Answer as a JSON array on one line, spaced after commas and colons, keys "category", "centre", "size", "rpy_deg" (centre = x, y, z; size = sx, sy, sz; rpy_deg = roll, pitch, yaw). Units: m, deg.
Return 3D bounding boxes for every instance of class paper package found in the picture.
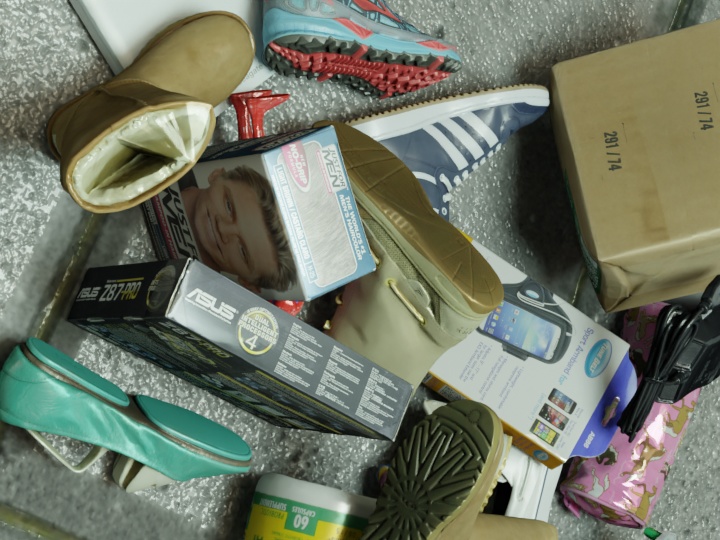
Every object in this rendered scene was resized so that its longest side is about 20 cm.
[{"category": "paper package", "centre": [0.263, -0.090, 1.158], "size": [0.104, 0.189, 0.201], "rpy_deg": [62, 16, -60]}]

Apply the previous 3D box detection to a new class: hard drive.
[{"category": "hard drive", "centre": [-0.145, -0.208, 1.023], "size": [0.132, 0.027, 0.201], "rpy_deg": [-40, 111, -27]}]

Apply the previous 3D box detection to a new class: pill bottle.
[{"category": "pill bottle", "centre": [-0.046, 0.259, 1.035], "size": [0.112, 0.112, 0.202], "rpy_deg": [20, 79, -32]}]

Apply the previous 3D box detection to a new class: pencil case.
[{"category": "pencil case", "centre": [0.246, 0.130, 1.246], "size": [0.082, 0.087, 0.201], "rpy_deg": [25, 75, -5]}]

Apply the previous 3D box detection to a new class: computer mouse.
[{"category": "computer mouse", "centre": [0.271, 0.046, 1.141], "size": [0.199, 0.046, 0.141], "rpy_deg": [-25, 142, -46]}]

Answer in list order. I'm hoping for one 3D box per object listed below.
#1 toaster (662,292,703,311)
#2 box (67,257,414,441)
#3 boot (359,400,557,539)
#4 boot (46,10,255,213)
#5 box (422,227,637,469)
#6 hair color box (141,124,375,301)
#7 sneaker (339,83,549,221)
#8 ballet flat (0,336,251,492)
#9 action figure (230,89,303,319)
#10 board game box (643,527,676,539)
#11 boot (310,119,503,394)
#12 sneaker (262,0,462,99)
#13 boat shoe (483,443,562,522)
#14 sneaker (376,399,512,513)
[{"category": "toaster", "centre": [0.320, -0.007, 1.273], "size": [0.199, 0.129, 0.114], "rpy_deg": [35, 72, -29]}, {"category": "box", "centre": [-0.086, 0.058, 0.981], "size": [0.199, 0.161, 0.049], "rpy_deg": [31, 73, -29]}, {"category": "boot", "centre": [0.088, 0.185, 1.025], "size": [0.199, 0.066, 0.176], "rpy_deg": [22, 105, -51]}, {"category": "boot", "centre": [-0.123, -0.105, 0.910], "size": [0.175, 0.200, 0.066], "rpy_deg": [-38, 109, -8]}, {"category": "box", "centre": [0.127, 0.070, 1.147], "size": [0.199, 0.041, 0.119], "rpy_deg": [35, 69, -1]}, {"category": "hair color box", "centre": [-0.079, -0.036, 0.962], "size": [0.060, 0.199, 0.101], "rpy_deg": [-24, 102, -31]}, {"category": "sneaker", "centre": [0.076, -0.086, 1.143], "size": [0.199, 0.070, 0.109], "rpy_deg": [-15, 93, -26]}, {"category": "ballet flat", "centre": [-0.172, 0.116, 0.990], "size": [0.199, 0.067, 0.071], "rpy_deg": [30, 98, -30]}, {"category": "action figure", "centre": [-0.061, -0.032, 1.048], "size": [0.051, 0.065, 0.202], "rpy_deg": [-10, 105, -26]}, {"category": "board game box", "centre": [0.205, 0.347, 1.216], "size": [0.199, 0.026, 0.201], "rpy_deg": [-31, 127, -30]}, {"category": "boot", "centre": [0.000, 0.000, 1.069], "size": [0.200, 0.156, 0.073], "rpy_deg": [48, 36, 15]}, {"category": "sneaker", "centre": [0.007, -0.196, 1.088], "size": [0.199, 0.079, 0.096], "rpy_deg": [6, 71, -48]}, {"category": "boat shoe", "centre": [0.125, 0.165, 1.174], "size": [0.065, 0.073, 0.202], "rpy_deg": [10, 83, -37]}, {"category": "sneaker", "centre": [0.043, 0.203, 1.128], "size": [0.090, 0.075, 0.201], "rpy_deg": [28, 89, 9]}]
